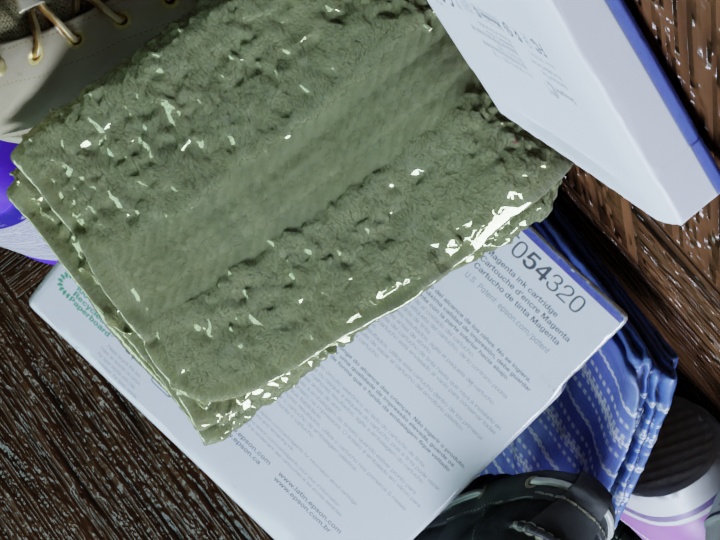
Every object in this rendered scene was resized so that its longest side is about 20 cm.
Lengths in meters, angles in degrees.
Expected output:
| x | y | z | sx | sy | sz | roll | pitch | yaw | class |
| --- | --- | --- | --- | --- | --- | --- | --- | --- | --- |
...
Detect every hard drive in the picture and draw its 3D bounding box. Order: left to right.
| x | y | z | sx | sy | sz | roll | pitch | yaw | class |
| --- | --- | --- | --- | --- | --- | --- | --- | --- | --- |
| 0.025 | -0.112 | 0.571 | 0.200 | 0.025 | 0.132 | 54 | 176 | -29 | hard drive |

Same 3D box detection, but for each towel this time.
| x | y | z | sx | sy | sz | roll | pitch | yaw | class |
| --- | --- | --- | --- | --- | --- | --- | --- | --- | --- |
| -0.032 | -0.038 | 0.761 | 0.149 | 0.199 | 0.036 | 53 | -160 | -5 | towel |
| 0.073 | 0.056 | 0.879 | 0.145 | 0.024 | 0.201 | 56 | 150 | 33 | towel |

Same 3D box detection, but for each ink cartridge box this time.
| x | y | z | sx | sy | sz | roll | pitch | yaw | class |
| --- | --- | --- | --- | --- | --- | --- | --- | --- | --- |
| -0.015 | 0.012 | 0.829 | 0.196 | 0.200 | 0.043 | 44 | -152 | 2 | ink cartridge box |

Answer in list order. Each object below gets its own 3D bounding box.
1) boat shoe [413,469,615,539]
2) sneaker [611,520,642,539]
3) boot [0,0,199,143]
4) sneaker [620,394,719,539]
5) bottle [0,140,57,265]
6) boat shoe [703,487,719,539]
| x | y | z | sx | sy | sz | roll | pitch | yaw | class |
| --- | --- | --- | --- | --- | --- | --- | --- | --- | --- |
| 0.059 | 0.127 | 0.880 | 0.072 | 0.068 | 0.200 | 30 | 163 | -8 | boat shoe |
| 0.136 | 0.122 | 1.079 | 0.099 | 0.071 | 0.200 | 49 | -176 | -38 | sneaker |
| -0.118 | -0.108 | 0.770 | 0.155 | 0.199 | 0.073 | -15 | -104 | -59 | boot |
| 0.130 | 0.096 | 0.941 | 0.114 | 0.073 | 0.200 | 51 | 178 | -31 | sneaker |
| -0.152 | -0.037 | 0.998 | 0.083 | 0.066 | 0.200 | 0 | 168 | 30 | bottle |
| 0.181 | 0.168 | 0.833 | 0.073 | 0.066 | 0.200 | 5 | 144 | 39 | boat shoe |
